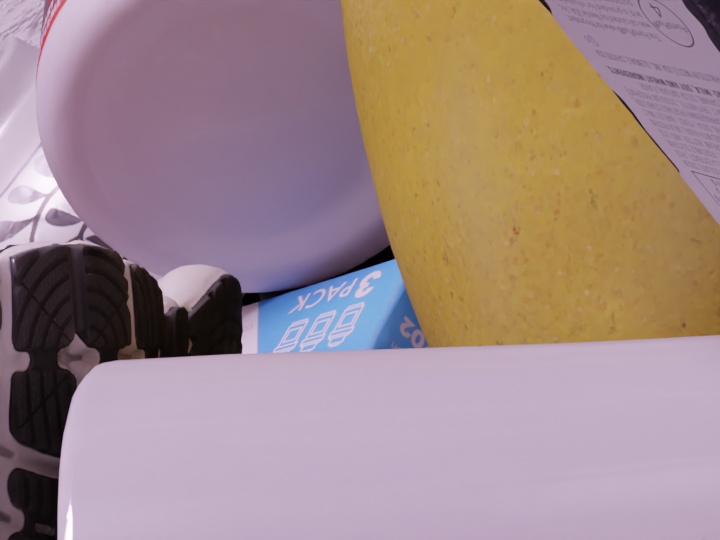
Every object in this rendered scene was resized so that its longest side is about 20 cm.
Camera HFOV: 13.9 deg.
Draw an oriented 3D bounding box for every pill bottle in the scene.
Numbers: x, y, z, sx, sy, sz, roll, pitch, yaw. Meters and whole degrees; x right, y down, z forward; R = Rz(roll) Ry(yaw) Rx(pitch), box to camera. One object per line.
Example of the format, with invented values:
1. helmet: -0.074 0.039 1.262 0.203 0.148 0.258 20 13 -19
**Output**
1. pill bottle: -0.033 -0.092 0.866 0.116 0.116 0.200 -34 28 18

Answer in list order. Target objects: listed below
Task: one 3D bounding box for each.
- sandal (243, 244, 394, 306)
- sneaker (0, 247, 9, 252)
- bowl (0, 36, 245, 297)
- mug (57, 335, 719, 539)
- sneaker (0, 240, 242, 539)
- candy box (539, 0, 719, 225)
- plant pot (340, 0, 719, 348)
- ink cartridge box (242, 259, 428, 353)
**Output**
1. sandal: 0.000 0.000 0.910 0.075 0.045 0.200 -41 10 -10
2. sneaker: -0.129 0.074 0.875 0.200 0.085 0.077 -49 14 29
3. bowl: -0.105 -0.013 0.962 0.201 0.094 0.201 -48 14 16
4. mug: 0.031 0.068 0.607 0.153 0.149 0.187 -11 35 7
5. sneaker: -0.085 0.033 0.676 0.085 0.077 0.200 2 -3 11
6. candy box: 0.146 -0.056 0.583 0.168 0.200 0.072 -48 26 -11
7. plant pot: 0.080 -0.032 0.690 0.200 0.200 0.142 -9 64 50
8. ink cartridge box: -0.041 0.097 0.767 0.115 0.068 0.200 -19 33 42
